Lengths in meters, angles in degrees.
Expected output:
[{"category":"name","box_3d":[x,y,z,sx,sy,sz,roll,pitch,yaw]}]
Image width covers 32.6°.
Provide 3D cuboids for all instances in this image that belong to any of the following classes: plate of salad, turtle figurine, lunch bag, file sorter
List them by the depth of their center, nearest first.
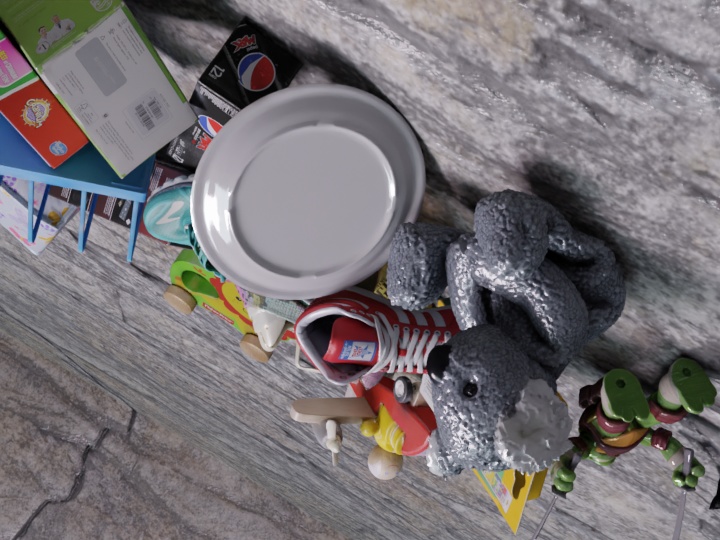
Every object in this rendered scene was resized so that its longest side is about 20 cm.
[{"category":"plate of salad","box_3d":[-0.043,-0.065,1.018,0.200,0.199,0.048,45,-169,-34]},{"category":"file sorter","box_3d":[-0.286,-0.104,1.123,0.197,0.140,0.123,11,142,-8]},{"category":"turtle figurine","box_3d":[0.253,0.177,1.133,0.142,0.201,0.195,20,148,7]},{"category":"lunch bag","box_3d":[-0.442,-0.129,1.550,0.200,0.127,0.169,43,157,-11]}]

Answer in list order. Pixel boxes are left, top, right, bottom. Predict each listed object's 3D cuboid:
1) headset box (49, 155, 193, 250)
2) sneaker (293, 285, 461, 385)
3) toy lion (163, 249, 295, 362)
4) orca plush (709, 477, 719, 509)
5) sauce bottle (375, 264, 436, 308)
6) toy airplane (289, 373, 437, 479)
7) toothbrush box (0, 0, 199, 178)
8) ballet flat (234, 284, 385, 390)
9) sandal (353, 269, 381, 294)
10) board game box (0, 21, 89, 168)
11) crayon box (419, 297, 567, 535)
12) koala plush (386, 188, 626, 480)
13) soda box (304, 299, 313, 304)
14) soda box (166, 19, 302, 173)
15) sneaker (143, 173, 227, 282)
[{"category":"headset box","box_3d":[-0.203,-0.075,1.294,0.198,0.078,0.148,23,-175,29]},{"category":"sneaker","box_3d":[0.037,0.065,1.081,0.198,0.072,0.112,12,-166,15]},{"category":"toy lion","box_3d":[-0.158,0.031,1.604,0.199,0.069,0.192,31,154,5]},{"category":"orca plush","box_3d":[0.427,0.207,1.134,0.104,0.072,0.199,-11,-159,-41]},{"category":"sauce bottle","box_3d":[0.000,0.000,1.254,0.200,0.066,0.066,42,159,-31]},{"category":"toy airplane","box_3d":[0.029,0.184,1.519,0.197,0.143,0.199,9,-175,14]},{"category":"toothbrush box","box_3d":[-0.235,-0.195,1.001,0.200,0.086,0.146,48,173,35]},{"category":"ballet flat","box_3d":[-0.060,0.065,1.297,0.199,0.072,0.069,29,170,-5]},{"category":"sandal","box_3d":[-0.003,-0.056,1.132,0.077,0.070,0.213,19,135,17]},{"category":"board game box","box_3d":[-0.302,-0.185,0.974,0.153,0.040,0.200,51,175,20]},{"category":"crayon box","box_3d":[0.131,0.133,1.181,0.201,0.051,0.127,-124,33,-43]},{"category":"koala plush","box_3d":[0.117,0.070,0.986,0.182,0.202,0.177,25,157,-27]},{"category":"soda box","box_3d":[-0.021,0.043,1.398,0.068,0.064,0.200,22,159,27]},{"category":"soda box","box_3d":[-0.114,-0.139,1.077,0.063,0.071,0.200,35,161,-7]},{"category":"sneaker","box_3d":[-0.124,-0.033,1.120,0.198,0.080,0.078,11,141,31]}]
